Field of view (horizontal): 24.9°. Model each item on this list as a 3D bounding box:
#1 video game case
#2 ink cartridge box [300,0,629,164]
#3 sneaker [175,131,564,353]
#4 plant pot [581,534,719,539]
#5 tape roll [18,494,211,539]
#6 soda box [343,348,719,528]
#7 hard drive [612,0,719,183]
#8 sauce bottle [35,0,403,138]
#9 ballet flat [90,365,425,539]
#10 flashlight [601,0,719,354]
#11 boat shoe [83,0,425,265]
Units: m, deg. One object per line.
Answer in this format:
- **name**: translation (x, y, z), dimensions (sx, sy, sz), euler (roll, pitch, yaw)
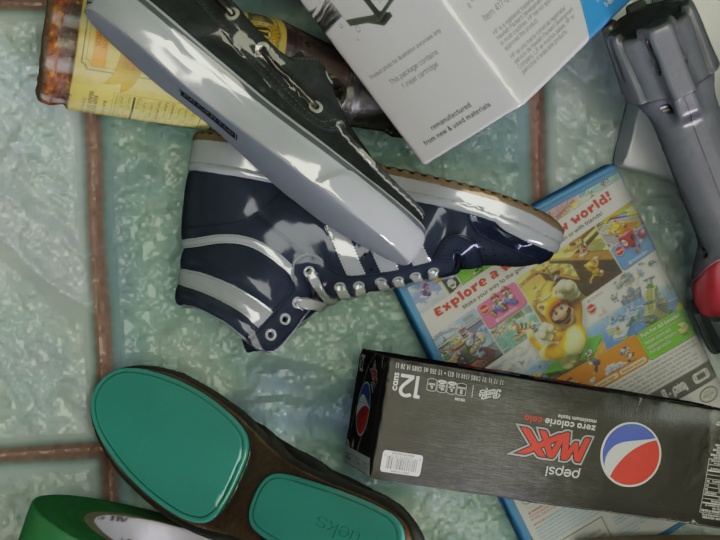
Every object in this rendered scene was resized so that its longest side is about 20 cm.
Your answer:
- **video game case**: translation (0.123, 0.062, 0.908), dimensions (0.143, 0.018, 0.200), euler (-28, 97, -9)
- **ink cartridge box**: translation (0.033, -0.180, 0.821), dimensions (0.200, 0.084, 0.146), euler (53, 50, -7)
- **sneaker**: translation (0.000, 0.000, 0.848), dimensions (0.199, 0.070, 0.109), euler (12, 85, 0)
- **plant pot**: translation (0.244, 0.244, 0.852), dimensions (0.176, 0.200, 0.201), euler (-7, 99, -23)
- **tape roll**: translation (-0.069, 0.162, 0.778), dimensions (0.200, 0.200, 0.048), euler (19, 88, -12)
- **soda box**: translation (0.096, 0.088, 0.857), dimensions (0.199, 0.071, 0.064), euler (10, 89, -12)
- **hard drive**: translation (0.253, -0.098, 0.926), dimensions (0.199, 0.027, 0.132), euler (15, 89, -12)
- **sauce bottle**: translation (-0.065, -0.103, 0.842), dimensions (0.199, 0.066, 0.066), euler (6, 90, -13)
- **ballet flat**: translation (-0.053, 0.116, 0.836), dimensions (0.200, 0.068, 0.068), euler (29, 82, 23)
- **flashlight**: translation (0.185, -0.049, 0.870), dimensions (0.068, 0.068, 0.200), euler (-42, 115, -38)
- **boat shoe**: translation (-0.040, -0.082, 0.780), dimensions (0.200, 0.069, 0.057), euler (40, 80, -7)
